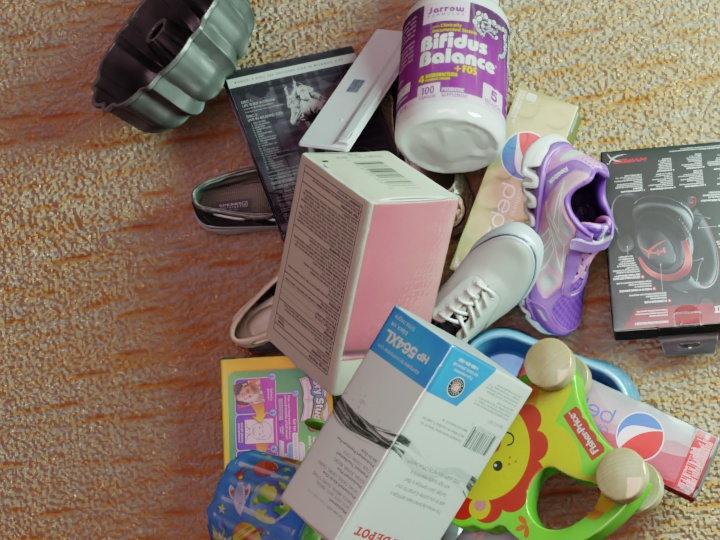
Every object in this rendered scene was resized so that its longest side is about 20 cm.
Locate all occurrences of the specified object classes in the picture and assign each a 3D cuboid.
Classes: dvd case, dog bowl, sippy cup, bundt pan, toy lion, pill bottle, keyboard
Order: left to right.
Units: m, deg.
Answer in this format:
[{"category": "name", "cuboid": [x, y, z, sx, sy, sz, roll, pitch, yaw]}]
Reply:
[{"category": "bundt pan", "cuboid": [-0.186, -0.224, 1.751, 0.076, 0.202, 0.202, 40, 89, -29]}, {"category": "sippy cup", "cuboid": [-0.071, 0.237, 1.614, 0.129, 0.141, 0.178, 20, 41, 21]}, {"category": "dvd case", "cuboid": [-0.042, -0.130, 1.736, 0.147, 0.016, 0.202, -14, 68, -19]}, {"category": "keyboard", "cuboid": [0.002, -0.186, 1.723, 0.056, 0.011, 0.201, 4, 43, 28]}, {"category": "pill bottle", "cuboid": [0.094, -0.209, 1.704, 0.111, 0.113, 0.202, -1, 61, 10]}, {"category": "toy lion", "cuboid": [0.147, 0.174, 1.540, 0.191, 0.069, 0.201, -38, 60, 10]}, {"category": "dog bowl", "cuboid": [0.182, 0.124, 1.682, 0.198, 0.050, 0.113, 20, 85, 13]}]

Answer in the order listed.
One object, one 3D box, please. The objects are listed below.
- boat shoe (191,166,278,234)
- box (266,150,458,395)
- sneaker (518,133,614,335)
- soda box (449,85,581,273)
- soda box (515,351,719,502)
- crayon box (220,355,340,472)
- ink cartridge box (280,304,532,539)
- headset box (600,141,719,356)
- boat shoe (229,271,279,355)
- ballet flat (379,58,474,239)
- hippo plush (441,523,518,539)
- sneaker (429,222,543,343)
[{"category": "boat shoe", "cuboid": [-0.079, -0.076, 1.750, 0.197, 0.071, 0.073, -12, 78, 5]}, {"category": "box", "cuboid": [0.000, 0.000, 1.636, 0.128, 0.108, 0.202, 37, 123, 46]}, {"category": "sneaker", "cuboid": [0.204, -0.028, 1.650, 0.088, 0.080, 0.203, 17, 116, 43]}, {"category": "soda box", "cuboid": [0.157, -0.077, 1.713, 0.067, 0.064, 0.202, 20, 84, 12]}, {"category": "soda box", "cuboid": [0.237, 0.148, 1.606, 0.198, 0.070, 0.064, 25, 84, 14]}, {"category": "crayon box", "cuboid": [-0.077, 0.186, 1.713, 0.117, 0.058, 0.203, -4, 80, 9]}, {"category": "ink cartridge box", "cuboid": [0.041, 0.153, 1.493, 0.084, 0.146, 0.201, 34, 93, 39]}, {"category": "headset box", "cuboid": [0.316, -0.018, 1.668, 0.147, 0.075, 0.203, -5, 80, 9]}, {"category": "boat shoe", "cuboid": [-0.051, 0.015, 1.736, 0.199, 0.063, 0.071, -38, 75, 1]}, {"category": "ballet flat", "cuboid": [0.063, -0.128, 1.746, 0.067, 0.046, 0.202, -20, 78, 7]}, {"category": "hippo plush", "cuboid": [0.089, 0.287, 1.614, 0.200, 0.161, 0.159, -43, 77, 1]}, {"category": "sneaker", "cuboid": [0.108, 0.035, 1.648, 0.073, 0.071, 0.200, 37, 129, -1]}]
